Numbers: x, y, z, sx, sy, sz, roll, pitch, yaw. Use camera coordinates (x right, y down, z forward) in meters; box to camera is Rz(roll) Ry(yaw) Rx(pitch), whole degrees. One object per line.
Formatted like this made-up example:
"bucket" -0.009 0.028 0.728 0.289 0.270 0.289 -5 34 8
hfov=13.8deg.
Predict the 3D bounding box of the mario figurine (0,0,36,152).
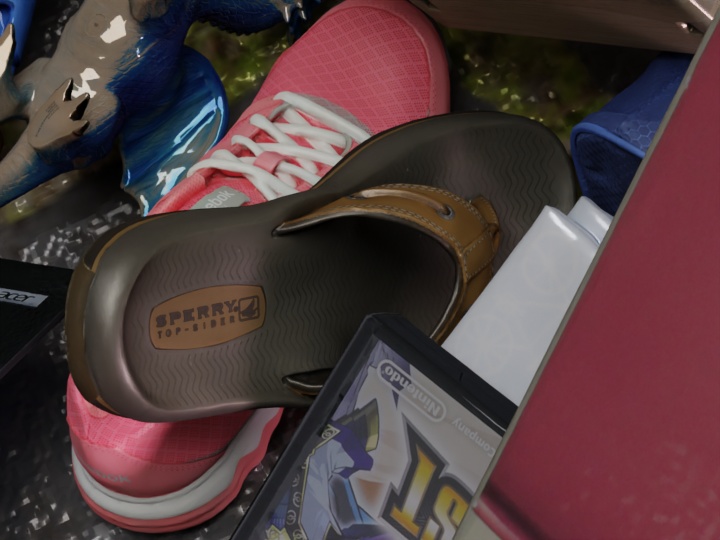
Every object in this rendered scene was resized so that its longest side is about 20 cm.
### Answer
"mario figurine" -0.119 -0.137 1.024 0.106 0.123 0.201 26 85 36

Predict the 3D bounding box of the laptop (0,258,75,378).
"laptop" -0.192 0.088 0.952 0.177 0.103 0.201 8 92 35

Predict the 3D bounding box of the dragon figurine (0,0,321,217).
"dragon figurine" -0.081 -0.057 0.984 0.059 0.099 0.200 29 81 27

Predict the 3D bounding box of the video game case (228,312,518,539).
"video game case" 0.033 0.143 0.863 0.200 0.025 0.181 38 106 22

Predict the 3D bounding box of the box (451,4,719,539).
"box" 0.122 0.028 0.732 0.109 0.200 0.128 40 36 24

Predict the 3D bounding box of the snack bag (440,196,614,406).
"snack bag" 0.070 0.111 0.872 0.200 0.021 0.189 46 109 25

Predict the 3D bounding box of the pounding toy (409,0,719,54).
"pounding toy" 0.102 -0.166 0.883 0.184 0.142 0.201 14 72 56

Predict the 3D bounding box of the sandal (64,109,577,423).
"sandal" 0.000 0.000 0.910 0.054 0.199 0.082 3 101 48

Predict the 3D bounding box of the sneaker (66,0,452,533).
"sneaker" -0.029 -0.012 0.953 0.074 0.087 0.201 25 73 18

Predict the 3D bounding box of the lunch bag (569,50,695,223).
"lunch bag" 0.178 -0.012 0.881 0.200 0.136 0.132 37 73 27
